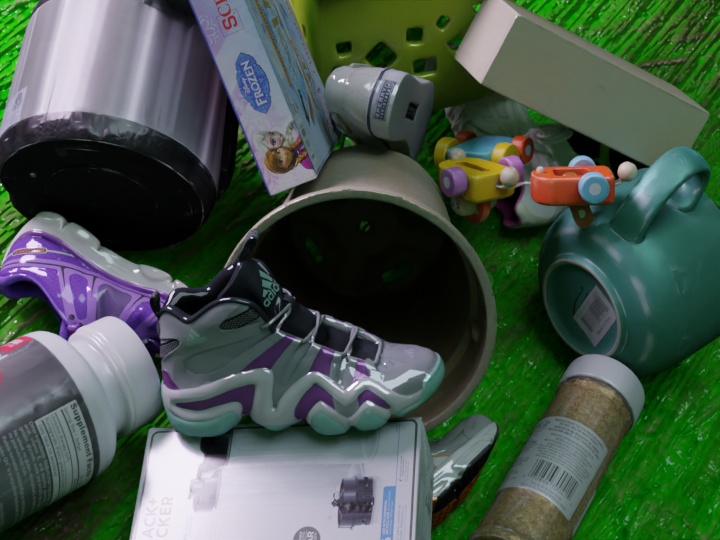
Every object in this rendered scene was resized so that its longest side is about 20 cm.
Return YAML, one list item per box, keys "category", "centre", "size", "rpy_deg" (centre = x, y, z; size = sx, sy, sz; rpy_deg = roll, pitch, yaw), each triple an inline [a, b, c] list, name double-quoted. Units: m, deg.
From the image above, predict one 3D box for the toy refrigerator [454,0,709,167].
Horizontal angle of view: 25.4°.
- category: "toy refrigerator"
  centre: [0.181, -0.150, 1.314]
  size: [0.198, 0.070, 0.076]
  rpy_deg: [22, 17, -24]

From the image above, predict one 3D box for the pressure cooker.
- category: "pressure cooker"
  centre: [-0.181, -0.139, 1.232]
  size: [0.174, 0.179, 0.202]
  rpy_deg: [-4, 59, 17]

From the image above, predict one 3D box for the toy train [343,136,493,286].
- category: "toy train"
  centre: [0.039, -0.036, 1.336]
  size: [0.056, 0.042, 0.201]
  rpy_deg: [-28, 66, -22]

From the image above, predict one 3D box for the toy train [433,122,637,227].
- category: "toy train"
  centre: [0.133, -0.070, 1.280]
  size: [0.148, 0.056, 0.200]
  rpy_deg: [-4, 16, -4]

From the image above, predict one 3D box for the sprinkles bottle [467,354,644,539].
- category: "sprinkles bottle"
  centre: [0.150, 0.152, 1.211]
  size: [0.068, 0.069, 0.200]
  rpy_deg: [32, 51, 7]

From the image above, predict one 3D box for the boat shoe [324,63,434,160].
- category: "boat shoe"
  centre: [0.012, -0.129, 1.274]
  size: [0.069, 0.200, 0.072]
  rpy_deg: [17, 93, 11]

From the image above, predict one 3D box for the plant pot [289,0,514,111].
- category: "plant pot"
  centre: [0.024, -0.265, 1.367]
  size: [0.197, 0.182, 0.201]
  rpy_deg: [-16, 50, -3]

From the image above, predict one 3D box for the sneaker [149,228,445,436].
- category: "sneaker"
  centre: [-0.047, 0.036, 1.070]
  size: [0.197, 0.142, 0.078]
  rpy_deg: [-7, 25, 5]

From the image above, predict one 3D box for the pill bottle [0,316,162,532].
- category: "pill bottle"
  centre: [-0.236, 0.109, 1.084]
  size: [0.199, 0.111, 0.111]
  rpy_deg: [-28, 67, -34]

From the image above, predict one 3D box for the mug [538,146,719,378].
- category: "mug"
  centre: [0.212, -0.006, 1.281]
  size: [0.114, 0.187, 0.151]
  rpy_deg: [-27, 23, -30]

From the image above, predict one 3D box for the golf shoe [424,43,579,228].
- category: "golf shoe"
  centre: [0.113, -0.119, 1.403]
  size: [0.091, 0.076, 0.200]
  rpy_deg: [-28, 66, -30]

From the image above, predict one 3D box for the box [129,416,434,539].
- category: "box"
  centre: [-0.052, 0.167, 1.085]
  size: [0.197, 0.060, 0.118]
  rpy_deg: [-3, 51, 12]

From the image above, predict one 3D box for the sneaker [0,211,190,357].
- category: "sneaker"
  centre: [-0.183, 0.038, 1.195]
  size: [0.198, 0.081, 0.084]
  rpy_deg: [27, 66, 12]

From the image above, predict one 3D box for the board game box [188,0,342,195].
- category: "board game box"
  centre: [-0.076, -0.173, 1.205]
  size: [0.041, 0.200, 0.202]
  rpy_deg: [-20, 100, 9]

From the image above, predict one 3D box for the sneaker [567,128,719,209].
- category: "sneaker"
  centre: [0.243, -0.060, 1.396]
  size: [0.199, 0.072, 0.083]
  rpy_deg: [36, 45, 9]

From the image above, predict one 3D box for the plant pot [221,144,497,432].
- category: "plant pot"
  centre: [0.000, 0.000, 1.195]
  size: [0.198, 0.202, 0.184]
  rpy_deg: [17, 24, -5]

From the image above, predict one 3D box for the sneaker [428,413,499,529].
- category: "sneaker"
  centre: [0.020, 0.152, 1.166]
  size: [0.092, 0.076, 0.199]
  rpy_deg: [40, 51, 19]
